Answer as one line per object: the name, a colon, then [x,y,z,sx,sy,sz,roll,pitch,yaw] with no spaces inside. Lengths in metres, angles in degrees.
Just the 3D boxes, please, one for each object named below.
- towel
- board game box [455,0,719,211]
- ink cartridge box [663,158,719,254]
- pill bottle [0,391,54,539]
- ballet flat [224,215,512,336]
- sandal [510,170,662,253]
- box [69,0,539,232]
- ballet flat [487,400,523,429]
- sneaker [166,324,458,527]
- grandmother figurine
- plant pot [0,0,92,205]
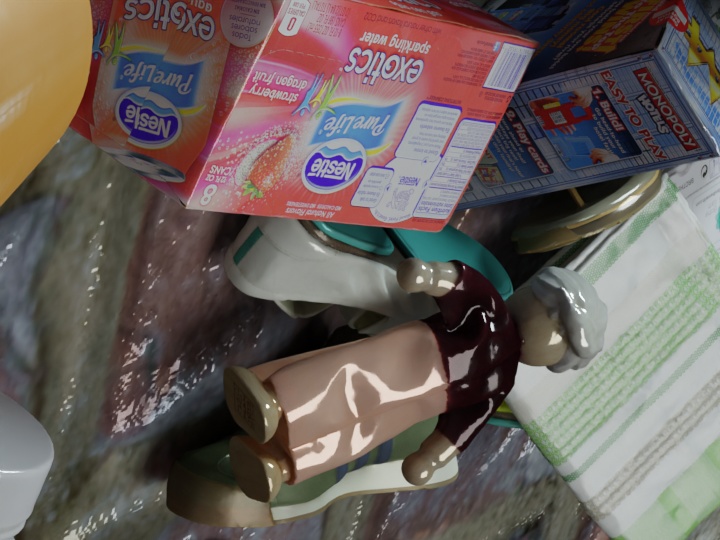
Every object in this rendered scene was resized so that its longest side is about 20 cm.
towel: [0.157,0.059,1.423,0.149,0.031,0.200,-42,123,-9]
board game box: [0.125,-0.106,1.187,0.200,0.200,0.062,-43,112,-21]
ink cartridge box: [0.181,0.030,1.488,0.119,0.042,0.200,-30,118,-47]
pill bottle: [-0.206,0.140,1.024,0.114,0.114,0.200,4,117,-57]
ballet flat: [0.000,0.000,1.254,0.200,0.069,0.069,17,105,-56]
sandal: [0.131,-0.069,1.368,0.054,0.080,0.200,57,44,-14]
box: [-0.027,-0.084,1.081,0.200,0.095,0.103,2,117,-57]
ballet flat: [0.117,0.061,1.493,0.200,0.067,0.067,11,89,-61]
sneaker: [-0.018,0.070,1.297,0.200,0.067,0.090,-6,110,-48]
grandmother figurine: [0.033,0.044,1.230,0.200,0.061,0.121,-18,133,-24]
plant pot: [-0.182,-0.063,0.796,0.183,0.200,0.200,-37,150,-59]
